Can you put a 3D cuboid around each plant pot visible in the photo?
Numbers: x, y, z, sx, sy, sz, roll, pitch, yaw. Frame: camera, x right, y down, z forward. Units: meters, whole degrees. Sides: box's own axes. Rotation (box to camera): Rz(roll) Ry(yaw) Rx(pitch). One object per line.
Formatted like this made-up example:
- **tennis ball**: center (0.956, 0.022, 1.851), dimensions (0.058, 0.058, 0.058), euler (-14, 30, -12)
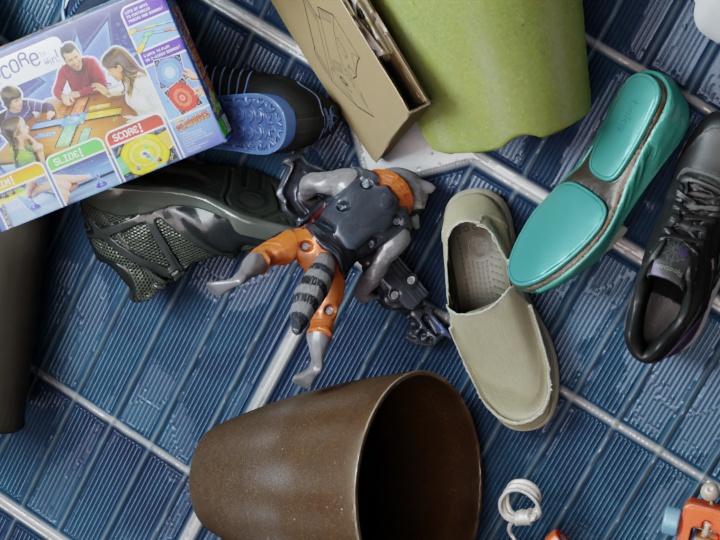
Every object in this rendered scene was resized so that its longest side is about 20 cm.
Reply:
- **plant pot**: center (-0.034, 0.172, 1.666), dimensions (0.200, 0.187, 0.187), euler (0, 100, 34)
- **plant pot**: center (0.091, -0.193, 1.548), dimensions (0.200, 0.200, 0.185), euler (-8, 109, 21)

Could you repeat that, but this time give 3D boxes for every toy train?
- **toy train**: center (0.209, 0.227, 1.646), dimensions (0.200, 0.056, 0.151), euler (7, 101, 15)

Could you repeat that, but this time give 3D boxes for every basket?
- **basket**: center (-0.343, 0.013, 1.762), dimensions (0.180, 0.136, 0.200), euler (22, 102, 23)

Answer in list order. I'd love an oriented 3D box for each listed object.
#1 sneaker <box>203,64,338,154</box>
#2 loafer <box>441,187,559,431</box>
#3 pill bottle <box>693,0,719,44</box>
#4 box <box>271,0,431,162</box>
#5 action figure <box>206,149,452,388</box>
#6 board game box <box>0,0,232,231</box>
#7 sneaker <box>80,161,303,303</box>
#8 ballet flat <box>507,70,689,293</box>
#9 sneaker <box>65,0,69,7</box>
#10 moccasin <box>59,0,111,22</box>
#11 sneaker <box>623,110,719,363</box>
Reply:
- **sneaker**: center (-0.108, -0.132, 1.687), dimensions (0.200, 0.078, 0.070), euler (18, 109, 38)
- **loafer**: center (0.102, 0.036, 1.637), dimensions (0.076, 0.068, 0.200), euler (-16, 94, 21)
- **pill bottle**: center (0.313, -0.198, 1.496), dimensions (0.200, 0.112, 0.112), euler (33, 109, 10)
- **box**: center (-0.011, -0.172, 1.580), dimensions (0.021, 0.200, 0.164), euler (-31, 88, -11)
- **action figure**: center (0.000, 0.000, 1.624), dimensions (0.200, 0.194, 0.105), euler (43, 156, -9)
- **board game box**: center (-0.218, -0.129, 1.620), dimensions (0.200, 0.034, 0.136), euler (-21, 102, 10)
- **sneaker**: center (-0.135, -0.028, 1.712), dimensions (0.199, 0.076, 0.114), euler (7, 125, 2)
- **ballet flat**: center (0.192, -0.059, 1.584), dimensions (0.067, 0.070, 0.200), euler (43, 106, 41)
- **sneaker**: center (-0.152, -0.251, 1.671), dimensions (0.105, 0.076, 0.200), euler (45, 110, 6)
- **moccasin**: center (-0.220, -0.155, 1.680), dimensions (0.080, 0.068, 0.200), euler (20, 134, 0)
- **sneaker**: center (0.254, -0.021, 1.562), dimensions (0.076, 0.088, 0.200), euler (20, 106, 15)
